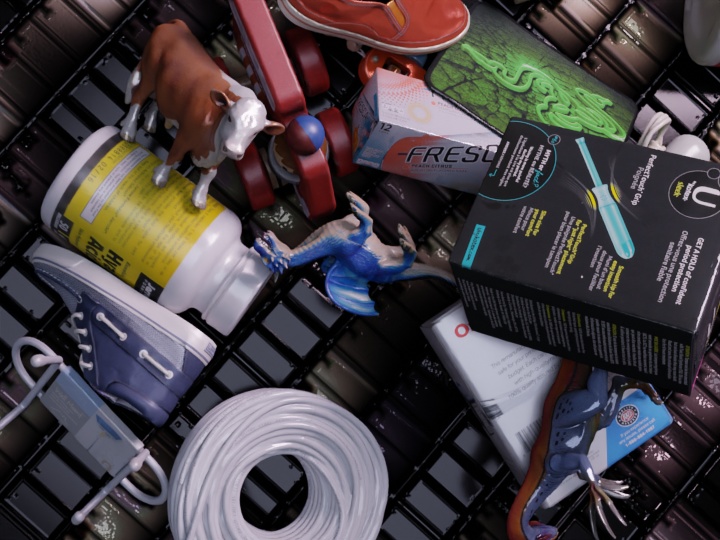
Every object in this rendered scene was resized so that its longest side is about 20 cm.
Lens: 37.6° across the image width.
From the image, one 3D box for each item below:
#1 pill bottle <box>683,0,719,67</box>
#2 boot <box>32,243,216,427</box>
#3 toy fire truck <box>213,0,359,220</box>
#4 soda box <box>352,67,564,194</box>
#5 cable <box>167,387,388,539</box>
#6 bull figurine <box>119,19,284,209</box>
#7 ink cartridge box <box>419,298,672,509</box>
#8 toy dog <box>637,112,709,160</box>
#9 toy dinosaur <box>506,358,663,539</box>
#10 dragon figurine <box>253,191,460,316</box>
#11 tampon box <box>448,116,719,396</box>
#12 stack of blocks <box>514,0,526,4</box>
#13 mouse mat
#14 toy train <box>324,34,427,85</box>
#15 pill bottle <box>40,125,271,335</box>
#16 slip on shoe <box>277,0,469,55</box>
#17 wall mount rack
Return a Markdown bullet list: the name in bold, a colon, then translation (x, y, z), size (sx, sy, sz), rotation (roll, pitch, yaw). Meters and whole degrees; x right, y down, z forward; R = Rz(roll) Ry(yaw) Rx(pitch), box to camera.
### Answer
- **pill bottle**: translation (0.427, -0.251, 1.019), size (0.199, 0.120, 0.120), rotation (3, 87, -5)
- **boot**: translation (-0.234, 0.055, 0.950), size (0.199, 0.073, 0.091), rotation (28, 72, 18)
- **toy fire truck**: translation (-0.071, -0.144, 0.949), size (0.112, 0.168, 0.201), rotation (-21, 89, -5)
- **soda box**: translation (0.093, -0.119, 0.978), size (0.199, 0.064, 0.069), rotation (12, 53, -18)
- **cable**: translation (-0.075, 0.207, 0.964), size (0.199, 0.069, 0.201), rotation (9, 88, -21)
- **bull figurine**: translation (-0.142, -0.133, 0.907), size (0.065, 0.200, 0.122), rotation (15, 120, -43)
- **ink cartridge box**: translation (0.171, 0.096, 0.997), size (0.146, 0.086, 0.201), rotation (-33, 89, -6)
- **toy dog**: translation (0.285, -0.037, 1.001), size (0.096, 0.132, 0.201), rotation (32, 94, 27)
- **toy dinosaur**: translation (0.182, 0.154, 0.936), size (0.181, 0.105, 0.200), rotation (-39, 58, 4)
- **dragon figurine**: translation (0.000, 0.000, 0.941), size (0.200, 0.059, 0.100), rotation (31, 107, -22)
- **tampon box**: translation (0.198, -0.012, 0.873), size (0.199, 0.126, 0.150), rotation (17, 67, 23)
- **stack of blocks**: translation (0.175, -0.378, 1.035), size (0.115, 0.059, 0.201), rotation (-19, 89, -6)
- **mouse mat**: translation (0.167, -0.167, 1.005), size (0.200, 0.008, 0.161), rotation (34, 49, -3)
- **toy train**: translation (0.027, -0.254, 1.024), size (0.150, 0.056, 0.201), rotation (25, 80, -18)
- **pill bottle**: translation (-0.179, -0.032, 0.963), size (0.200, 0.111, 0.112), rotation (35, 85, -2)
- **slip on shoe**: translation (0.023, -0.239, 0.939), size (0.199, 0.061, 0.074), rotation (2, 60, -35)
- **wall mount rack**: translation (-0.247, 0.139, 0.927), size (0.200, 0.174, 0.075), rotation (46, 44, -1)
